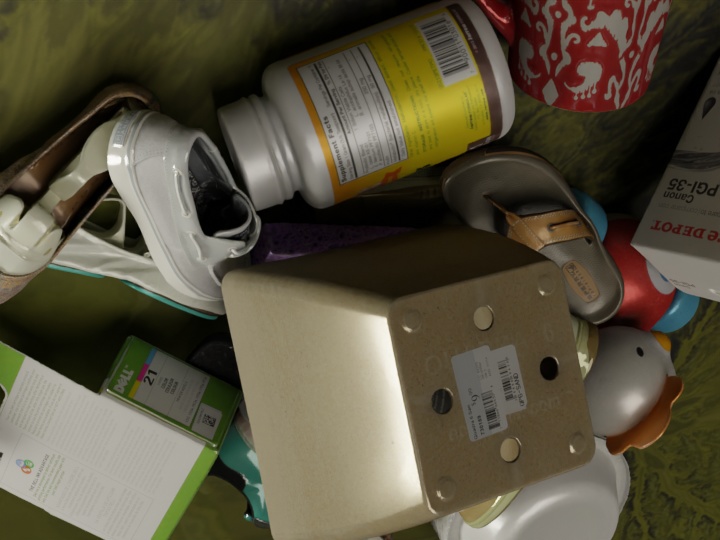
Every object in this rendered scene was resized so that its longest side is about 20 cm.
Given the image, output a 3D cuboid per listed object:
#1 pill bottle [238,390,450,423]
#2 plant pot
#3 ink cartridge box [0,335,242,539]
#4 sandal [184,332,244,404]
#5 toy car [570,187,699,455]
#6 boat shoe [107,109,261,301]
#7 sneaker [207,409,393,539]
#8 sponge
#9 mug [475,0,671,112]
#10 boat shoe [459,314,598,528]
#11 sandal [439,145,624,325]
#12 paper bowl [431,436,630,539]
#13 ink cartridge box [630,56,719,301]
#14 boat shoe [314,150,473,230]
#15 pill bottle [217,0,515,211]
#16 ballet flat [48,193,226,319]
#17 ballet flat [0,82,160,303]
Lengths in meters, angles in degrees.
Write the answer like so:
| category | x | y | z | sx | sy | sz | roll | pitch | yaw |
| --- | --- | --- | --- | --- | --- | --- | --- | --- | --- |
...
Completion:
| category | x | y | z | sx | sy | sz | roll | pitch | yaw |
| --- | --- | --- | --- | --- | --- | --- | --- | --- | --- |
| pill bottle | 0.003 | 0.104 | 1.051 | 0.199 | 0.116 | 0.116 | 19 | 115 | -32 |
| plant pot | 0.046 | 0.075 | 0.851 | 0.199 | 0.177 | 0.202 | -13 | 93 | -29 |
| ink cartridge box | -0.214 | 0.119 | 0.975 | 0.199 | 0.076 | 0.148 | 28 | 124 | -6 |
| sandal | -0.143 | 0.113 | 1.031 | 0.075 | 0.045 | 0.200 | 35 | 122 | -16 |
| toy car | 0.222 | 0.066 | 1.062 | 0.184 | 0.200 | 0.177 | 31 | 108 | -37 |
| boat shoe | -0.106 | -0.038 | 0.866 | 0.201 | 0.068 | 0.072 | 72 | 37 | -51 |
| sneaker | -0.056 | 0.197 | 1.091 | 0.080 | 0.072 | 0.200 | -40 | 114 | 13 |
| sponge | 0.000 | 0.000 | 0.997 | 0.198 | 0.030 | 0.112 | 1 | 156 | -25 |
| mug | 0.150 | -0.233 | 0.886 | 0.133 | 0.176 | 0.201 | -46 | 149 | -41 |
| boat shoe | 0.119 | 0.117 | 1.003 | 0.063 | 0.073 | 0.202 | 24 | 116 | -8 |
| sandal | 0.139 | -0.018 | 0.947 | 0.081 | 0.055 | 0.200 | -32 | 121 | 15 |
| paper bowl | 0.172 | 0.230 | 1.226 | 0.199 | 0.105 | 0.202 | -12 | 127 | -16 |
| ink cartridge box | 0.327 | -0.076 | 0.992 | 0.083 | 0.146 | 0.201 | 33 | 80 | -36 |
| boat shoe | 0.057 | -0.074 | 0.975 | 0.199 | 0.067 | 0.072 | -6 | 156 | -15 |
| pill bottle | 0.002 | -0.114 | 0.895 | 0.198 | 0.110 | 0.110 | -22 | 130 | -7 |
| ballet flat | -0.174 | -0.018 | 0.926 | 0.199 | 0.070 | 0.070 | 20 | 115 | -32 |
| ballet flat | -0.207 | -0.052 | 0.839 | 0.068 | 0.067 | 0.200 | 42 | 78 | -22 |
